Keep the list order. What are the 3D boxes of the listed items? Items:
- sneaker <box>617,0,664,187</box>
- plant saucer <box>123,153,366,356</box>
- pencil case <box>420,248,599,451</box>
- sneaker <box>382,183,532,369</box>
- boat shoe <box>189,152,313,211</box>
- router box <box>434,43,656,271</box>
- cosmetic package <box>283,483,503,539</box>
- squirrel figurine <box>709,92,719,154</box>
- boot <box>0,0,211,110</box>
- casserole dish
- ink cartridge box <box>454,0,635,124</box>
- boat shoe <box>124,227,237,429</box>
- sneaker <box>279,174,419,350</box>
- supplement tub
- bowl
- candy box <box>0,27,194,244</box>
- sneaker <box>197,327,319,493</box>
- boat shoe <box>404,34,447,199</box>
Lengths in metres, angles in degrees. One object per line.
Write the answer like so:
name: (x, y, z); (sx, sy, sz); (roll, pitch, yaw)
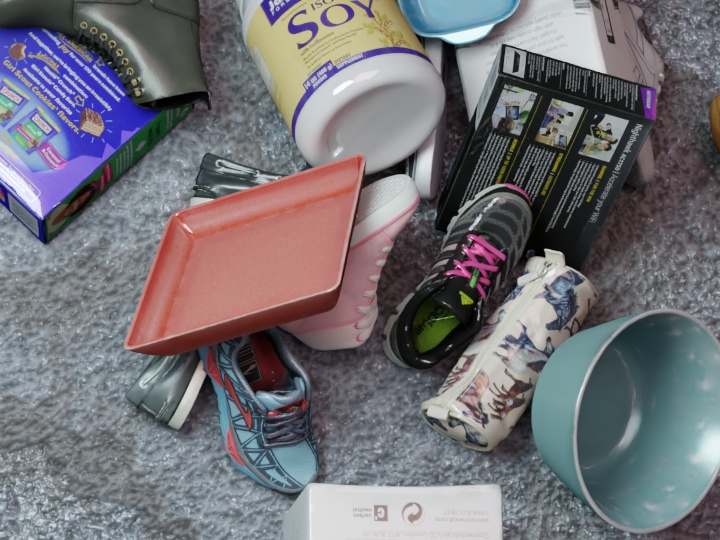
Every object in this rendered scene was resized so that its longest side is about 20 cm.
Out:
sneaker: (0.263, -0.180, 1.742); (0.087, 0.074, 0.200); (-6, 79, -26)
plant saucer: (-0.089, -0.007, 1.520); (0.199, 0.037, 0.200); (-16, 33, 19)
pencil case: (0.136, 0.076, 1.638); (0.200, 0.078, 0.089); (-53, 131, -18)
sneaker: (0.094, 0.013, 1.614); (0.074, 0.087, 0.200); (35, 97, -13)
boat shoe: (-0.057, -0.078, 1.655); (0.199, 0.075, 0.066); (4, 85, 1)
router box: (0.167, -0.100, 1.636); (0.149, 0.200, 0.051); (16, 44, -5)
cosmetic package: (0.023, 0.275, 1.502); (0.165, 0.200, 0.165); (2, 75, -9)
squirrel figurine: (0.445, -0.141, 1.730); (0.187, 0.142, 0.200); (-32, 79, -10)
boot: (-0.232, -0.201, 1.582); (0.200, 0.077, 0.139); (-9, 78, -14)
casserole dish: (0.087, -0.306, 1.667); (0.121, 0.039, 0.200); (-11, 83, 13)
ink cartridge box: (0.170, -0.226, 1.697); (0.146, 0.084, 0.200); (-17, 75, 28)
boat shoe: (-0.151, 0.041, 1.607); (0.062, 0.073, 0.200); (23, 77, -7)
sneaker: (0.000, 0.000, 1.599); (0.105, 0.200, 0.075); (44, 29, -16)
supplement tub: (-0.023, -0.201, 1.637); (0.145, 0.145, 0.200); (-19, 57, -14)
bowl: (0.233, 0.127, 1.607); (0.201, 0.105, 0.201); (-5, 99, -34)
candy box: (-0.279, -0.156, 1.638); (0.169, 0.077, 0.200); (44, 73, 6)
sneaker: (-0.082, 0.117, 1.555); (0.079, 0.095, 0.200); (-31, 113, -21)
boat shoe: (0.052, -0.163, 1.708); (0.057, 0.069, 0.200); (0, 72, 10)
